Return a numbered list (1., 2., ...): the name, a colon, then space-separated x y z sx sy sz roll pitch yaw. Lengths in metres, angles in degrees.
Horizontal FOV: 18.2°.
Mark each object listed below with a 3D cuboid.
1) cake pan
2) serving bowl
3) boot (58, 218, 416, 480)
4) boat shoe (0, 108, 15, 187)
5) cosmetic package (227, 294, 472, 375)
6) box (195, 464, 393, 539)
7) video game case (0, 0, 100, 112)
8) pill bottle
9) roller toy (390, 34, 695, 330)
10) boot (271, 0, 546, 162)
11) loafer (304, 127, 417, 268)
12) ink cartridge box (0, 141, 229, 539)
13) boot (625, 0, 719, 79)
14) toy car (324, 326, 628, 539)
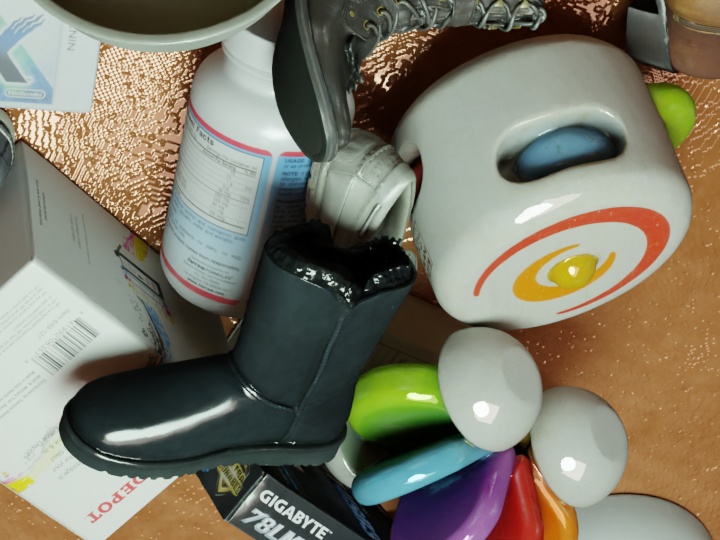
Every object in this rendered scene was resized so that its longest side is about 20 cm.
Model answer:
1. cake pan: -0.115 -0.211 1.313 0.199 0.202 0.037 -10 156 -5
2. serving bowl: 0.200 0.277 1.802 0.198 0.066 0.201 -6 127 -8
3. boot: -0.076 0.044 1.383 0.199 0.077 0.169 1 129 -25
4. boat shoe: -0.321 -0.071 1.435 0.198 0.063 0.073 -3 129 -8
5. cosmetic package: 0.014 0.073 1.608 0.199 0.073 0.104 25 117 -27
6. box: -0.043 0.159 1.578 0.198 0.200 0.050 36 96 -31
7. video game case: -0.255 -0.186 1.394 0.198 0.022 0.183 3 124 -14
8. pill bottle: -0.064 -0.077 1.460 0.108 0.109 0.201 5 124 -16
9. roller toy: 0.117 -0.049 1.468 0.200 0.141 0.182 -37 149 31
10. boot: 0.033 -0.160 1.368 0.173 0.201 0.069 0 158 -17
11. loafer: 0.000 0.000 1.452 0.070 0.070 0.201 -41 150 -35
12. ink cartridge box: -0.202 0.051 1.499 0.147 0.145 0.200 -39 124 15
13. boot: 0.268 -0.186 1.419 0.199 0.069 0.189 14 129 20
14. toy car: 0.070 0.143 1.507 0.174 0.151 0.200 -23 135 40
